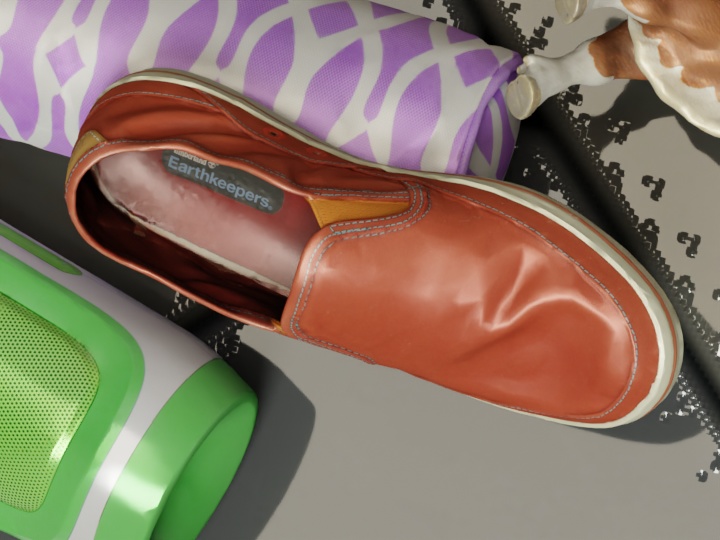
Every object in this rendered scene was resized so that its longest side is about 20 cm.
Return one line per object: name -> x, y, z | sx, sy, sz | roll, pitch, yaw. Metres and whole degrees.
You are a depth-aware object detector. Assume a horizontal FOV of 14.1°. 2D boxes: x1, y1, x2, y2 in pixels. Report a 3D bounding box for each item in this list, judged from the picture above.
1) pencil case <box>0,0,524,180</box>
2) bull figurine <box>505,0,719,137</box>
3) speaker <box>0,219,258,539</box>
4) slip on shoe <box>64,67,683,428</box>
pencil case -> -0.041, -0.057, 0.951 | 0.199, 0.086, 0.084 | 20, 53, 13
bull figurine -> 0.104, -0.102, 0.918 | 0.121, 0.065, 0.201 | -2, 73, -28
speaker -> -0.136, 0.022, 0.958 | 0.200, 0.088, 0.089 | 30, 91, 13
slip on shoe -> 0.000, 0.000, 0.875 | 0.199, 0.061, 0.074 | 23, 122, 9
